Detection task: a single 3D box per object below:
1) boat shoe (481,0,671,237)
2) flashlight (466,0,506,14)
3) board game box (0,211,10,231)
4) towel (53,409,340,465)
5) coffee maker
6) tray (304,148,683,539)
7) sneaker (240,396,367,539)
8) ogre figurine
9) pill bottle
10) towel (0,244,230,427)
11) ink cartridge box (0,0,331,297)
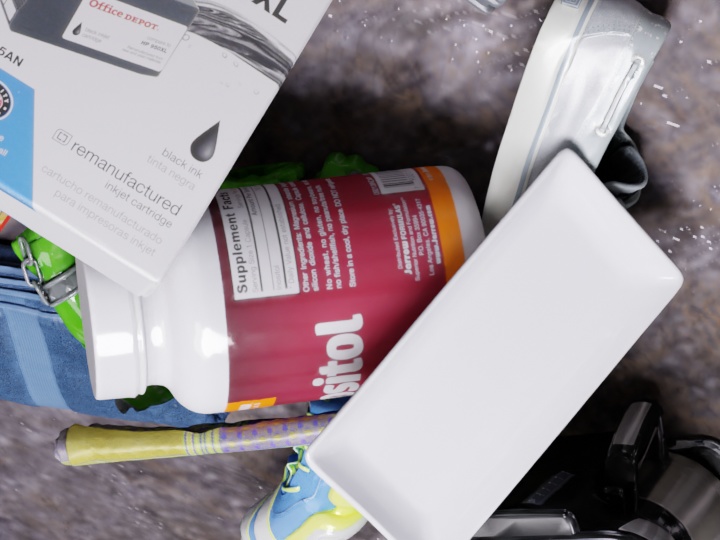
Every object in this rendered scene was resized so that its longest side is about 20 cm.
[{"bbox_3d":[0.109,-0.053,1.255,0.071,0.070,0.201,22,133,10],"label":"boat shoe"},{"bbox_3d":[-0.003,-0.199,1.179,0.200,0.068,0.068,35,132,-6],"label":"flashlight"},{"bbox_3d":[-0.235,-0.089,1.308,0.151,0.046,0.200,40,104,11],"label":"board game box"},{"bbox_3d":[-0.056,0.084,1.324,0.199,0.144,0.023,-6,86,7],"label":"towel"},{"bbox_3d":[0.102,0.170,1.338,0.192,0.200,0.135,-27,89,21],"label":"coffee maker"},{"bbox_3d":[0.064,0.044,1.230,0.107,0.200,0.022,45,171,-31],"label":"tray"},{"bbox_3d":[-0.009,0.092,1.446,0.200,0.076,0.105,-29,103,28],"label":"sneaker"},{"bbox_3d":[-0.079,0.010,1.370,0.199,0.098,0.120,-17,104,-8],"label":"ogre figurine"},{"bbox_3d":[-0.041,0.012,1.268,0.199,0.113,0.113,-7,133,-10],"label":"pill bottle"},{"bbox_3d":[-0.176,0.042,1.492,0.199,0.049,0.112,8,133,19],"label":"towel"},{"bbox_3d":[-0.107,-0.111,1.177,0.144,0.200,0.084,31,170,-6],"label":"ink cartridge box"}]
